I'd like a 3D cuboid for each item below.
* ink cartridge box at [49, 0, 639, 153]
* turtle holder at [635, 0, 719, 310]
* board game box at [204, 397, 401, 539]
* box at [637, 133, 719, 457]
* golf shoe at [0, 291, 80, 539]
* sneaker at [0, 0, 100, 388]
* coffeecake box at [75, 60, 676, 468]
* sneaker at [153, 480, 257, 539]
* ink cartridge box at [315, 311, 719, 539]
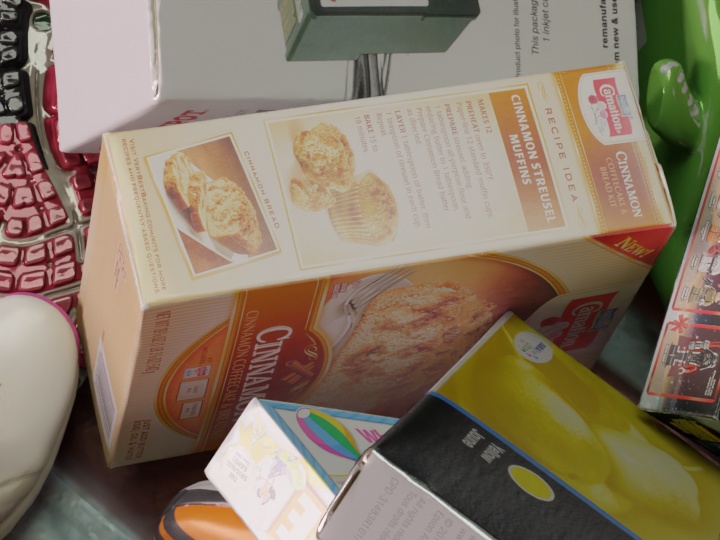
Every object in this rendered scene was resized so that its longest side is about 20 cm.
[{"bbox_3d":[-0.011,-0.094,1.071,0.198,0.146,0.085,-1,85,-21],"label":"ink cartridge box"},{"bbox_3d":[0.155,-0.062,1.099,0.131,0.142,0.186,0,40,-21],"label":"turtle holder"},{"bbox_3d":[0.055,0.109,0.944,0.034,0.199,0.135,-55,53,19],"label":"board game box"},{"bbox_3d":[0.183,-0.016,1.026,0.040,0.137,0.201,6,72,44],"label":"box"},{"bbox_3d":[-0.173,0.085,1.021,0.075,0.092,0.200,38,71,2],"label":"golf shoe"},{"bbox_3d":[-0.132,-0.031,1.135,0.080,0.075,0.202,6,68,-6],"label":"sneaker"},{"bbox_3d":[0.000,0.000,1.028,0.198,0.154,0.074,-9,66,-14],"label":"coffeecake box"},{"bbox_3d":[-0.013,0.157,0.947,0.199,0.078,0.112,31,50,21],"label":"sneaker"},{"bbox_3d":[0.098,0.105,0.904,0.199,0.047,0.198,34,17,6],"label":"ink cartridge box"}]
